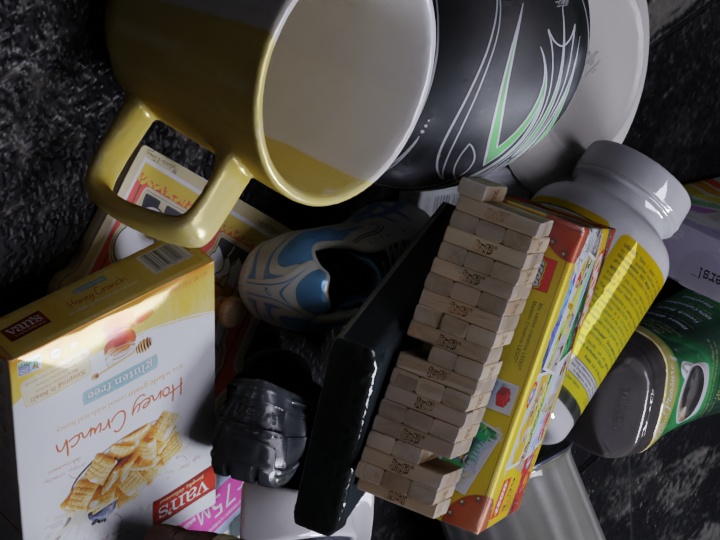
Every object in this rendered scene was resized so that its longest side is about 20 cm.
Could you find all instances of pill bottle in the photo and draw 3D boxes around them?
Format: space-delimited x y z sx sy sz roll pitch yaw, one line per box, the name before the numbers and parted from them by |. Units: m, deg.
pill bottle | 0.145 0.012 1.729 0.200 0.112 0.112 -55 143 -15

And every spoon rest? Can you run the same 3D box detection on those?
spoon rest | -0.019 0.158 1.637 0.200 0.060 0.100 3 89 -72

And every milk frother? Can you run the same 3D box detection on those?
milk frother | 0.090 0.248 1.817 0.200 0.180 0.189 -22 91 -13

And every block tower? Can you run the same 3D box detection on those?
block tower | 0.057 0.047 1.480 0.054 0.058 0.200 -4 113 -75

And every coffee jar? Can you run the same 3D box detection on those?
coffee jar | 0.237 0.078 1.952 0.200 0.085 0.105 -18 124 -49

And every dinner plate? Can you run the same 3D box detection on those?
dinner plate | 0.160 -0.149 1.767 0.200 0.024 0.201 -18 113 -49

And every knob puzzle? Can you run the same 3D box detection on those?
knob puzzle | -0.121 0.043 1.504 0.219 0.030 0.220 -30 130 -42

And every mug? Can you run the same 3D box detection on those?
mug | -0.074 -0.121 1.375 0.186 0.153 0.150 -33 132 -39

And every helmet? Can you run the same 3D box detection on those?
helmet | 0.042 -0.144 1.505 0.200 0.200 0.191 -15 102 -49

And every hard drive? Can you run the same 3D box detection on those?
hard drive | 0.019 0.060 1.552 0.200 0.033 0.140 -51 158 -57

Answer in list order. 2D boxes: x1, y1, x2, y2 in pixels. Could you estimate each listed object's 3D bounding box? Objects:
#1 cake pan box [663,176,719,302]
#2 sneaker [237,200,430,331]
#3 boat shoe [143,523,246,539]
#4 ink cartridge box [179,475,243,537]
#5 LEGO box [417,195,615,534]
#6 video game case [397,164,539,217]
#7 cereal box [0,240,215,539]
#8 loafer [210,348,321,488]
cake pan box | 0.323 -0.012 1.923 0.184 0.200 0.052 -13 123 -47
sneaker | 0.000 0.000 1.581 0.200 0.072 0.072 -20 119 -57
boat shoe | -0.100 0.207 1.525 0.200 0.072 0.072 81 31 -64
ink cartridge box | -0.100 0.214 1.615 0.119 0.042 0.200 -41 138 -33
LEGO box | 0.087 0.054 1.578 0.149 0.077 0.200 -5 114 -76
video game case | 0.080 0.010 1.765 0.200 0.023 0.182 -9 114 -52
cereal box | -0.150 0.089 1.441 0.144 0.040 0.200 -28 138 -31
loafer | -0.049 0.083 1.535 0.201 0.068 0.071 -40 145 -81
